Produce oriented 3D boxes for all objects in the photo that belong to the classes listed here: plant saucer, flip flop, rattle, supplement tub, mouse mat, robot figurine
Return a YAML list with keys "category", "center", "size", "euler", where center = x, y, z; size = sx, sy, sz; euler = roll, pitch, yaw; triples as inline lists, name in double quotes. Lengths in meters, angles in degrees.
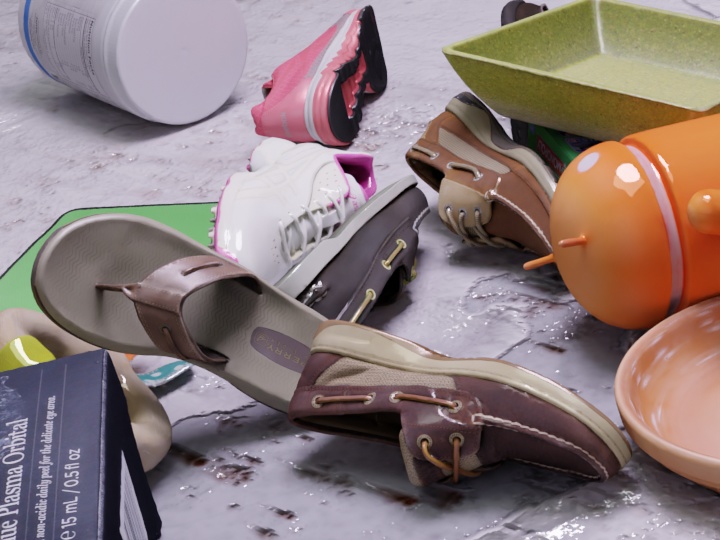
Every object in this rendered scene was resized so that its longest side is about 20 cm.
- category: "plant saucer"
  center: [0.188, -0.129, 1.299]
  size: [0.199, 0.048, 0.199]
  euler: [17, 27, 34]
- category: "plant saucer"
  center: [0.235, 0.066, 1.011]
  size: [0.199, 0.038, 0.200]
  euler: [-9, 26, 4]
- category: "flip flop"
  center: [-0.089, 0.025, 1.092]
  size: [0.081, 0.199, 0.058]
  euler: [-66, 13, -13]
- category: "rattle"
  center: [-0.180, 0.096, 1.136]
  size: [0.130, 0.143, 0.200]
  euler: [21, 9, -4]
- category: "supplement tub"
  center: [-0.200, -0.207, 1.665]
  size: [0.132, 0.132, 0.200]
  euler: [-25, 28, -28]
- category: "mouse mat"
  center: [-0.182, -0.003, 1.372]
  size: [0.160, 0.008, 0.200]
  euler: [-2, 28, 21]
- category: "robot figurine"
  center: [0.198, -0.032, 1.129]
  size: [0.199, 0.117, 0.144]
  euler: [-14, 38, -12]

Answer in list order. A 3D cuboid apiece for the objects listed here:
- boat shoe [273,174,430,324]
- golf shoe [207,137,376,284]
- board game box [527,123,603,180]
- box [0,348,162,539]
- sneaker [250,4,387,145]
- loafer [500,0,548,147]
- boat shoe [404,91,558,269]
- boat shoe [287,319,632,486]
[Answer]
- category: "boat shoe"
  center: [0.000, 0.000, 1.228]
  size: [0.072, 0.061, 0.201]
  euler: [-42, 1, 36]
- category: "golf shoe"
  center: [-0.045, -0.040, 1.315]
  size: [0.091, 0.076, 0.200]
  euler: [-1, 28, 14]
- category: "board game box"
  center: [0.226, -0.079, 1.286]
  size: [0.199, 0.029, 0.135]
  euler: [-4, 23, -10]
- category: "box"
  center: [-0.205, 0.149, 0.931]
  size: [0.199, 0.118, 0.197]
  euler: [-13, 25, -1]
- category: "sneaker"
  center: [-0.036, -0.162, 1.566]
  size: [0.086, 0.074, 0.200]
  euler: [-5, 26, 18]
- category: "loafer"
  center: [0.146, -0.147, 1.472]
  size: [0.071, 0.073, 0.200]
  euler: [-4, 34, 3]
- category: "boat shoe"
  center: [0.090, -0.046, 1.280]
  size: [0.074, 0.076, 0.200]
  euler: [-36, 34, -1]
- category: "boat shoe"
  center: [0.047, 0.086, 1.031]
  size: [0.199, 0.072, 0.072]
  euler: [17, 66, 29]
